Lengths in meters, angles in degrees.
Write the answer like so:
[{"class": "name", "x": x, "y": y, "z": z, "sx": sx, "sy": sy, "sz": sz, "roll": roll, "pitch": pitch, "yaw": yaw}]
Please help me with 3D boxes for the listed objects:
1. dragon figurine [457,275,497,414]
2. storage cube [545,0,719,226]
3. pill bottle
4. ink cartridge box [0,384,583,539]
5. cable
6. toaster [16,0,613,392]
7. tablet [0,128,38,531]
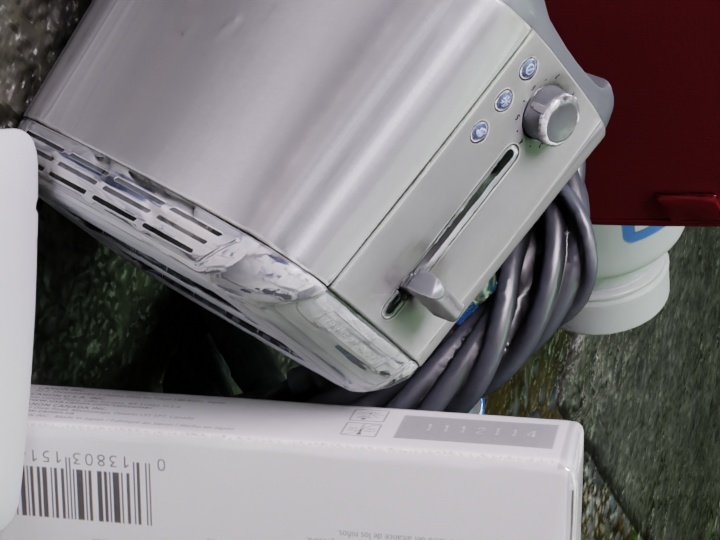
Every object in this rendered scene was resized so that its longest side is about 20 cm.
[{"class": "dragon figurine", "x": 0.025, "y": 0.068, "z": 0.868, "sx": 0.099, "sy": 0.059, "sz": 0.200, "roll": 23, "pitch": 75, "yaw": -65}, {"class": "storage cube", "x": 0.123, "y": -0.134, "z": 0.696, "sx": 0.180, "sy": 0.200, "sz": 0.171, "roll": 49, "pitch": 52, "yaw": -50}, {"class": "pill bottle", "x": 0.127, "y": -0.065, "z": 0.992, "sx": 0.112, "sy": 0.112, "sz": 0.200, "roll": -56, "pitch": 146, "yaw": -45}, {"class": "ink cartridge box", "x": -0.028, "y": 0.133, "z": 0.592, "sx": 0.045, "sy": 0.200, "sz": 0.177, "roll": -51, "pitch": 143, "yaw": -71}, {"class": "cable", "x": 0.000, "y": 0.000, "z": 0.643, "sx": 0.051, "sy": 0.200, "sz": 0.163, "roll": 44, "pitch": 61, "yaw": -36}, {"class": "toaster", "x": -0.027, "y": -0.051, "z": 0.582, "sx": 0.129, "sy": 0.200, "sz": 0.114, "roll": -56, "pitch": 142, "yaw": -7}, {"class": "tablet", "x": -0.149, "y": 0.030, "z": 0.470, "sx": 0.200, "sy": 0.014, "sz": 0.130, "roll": -15, "pitch": 112, "yaw": -65}]
